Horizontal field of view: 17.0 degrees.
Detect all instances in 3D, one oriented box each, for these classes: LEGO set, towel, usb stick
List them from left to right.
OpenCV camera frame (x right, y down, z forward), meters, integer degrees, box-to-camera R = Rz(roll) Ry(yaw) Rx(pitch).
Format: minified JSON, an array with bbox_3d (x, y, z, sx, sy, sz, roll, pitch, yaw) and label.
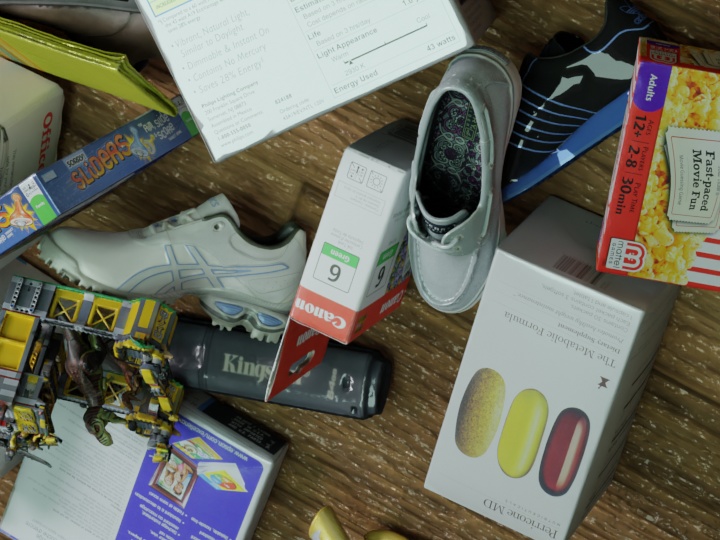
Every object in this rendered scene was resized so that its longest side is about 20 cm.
[{"bbox_3d":[-0.227,-0.160,1.747,0.200,0.086,0.018,21,82,32],"label":"towel"},{"bbox_3d":[-0.204,0.097,1.738,0.154,0.116,0.200,16,154,-2],"label":"LEGO set"},{"bbox_3d":[-0.073,0.072,1.808,0.200,0.033,0.055,9,85,22],"label":"usb stick"}]

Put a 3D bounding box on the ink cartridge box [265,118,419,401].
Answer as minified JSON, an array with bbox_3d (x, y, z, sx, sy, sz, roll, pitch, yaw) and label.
[{"bbox_3d":[0.000,0.000,1.687,0.050,0.109,0.200,24,111,15],"label":"ink cartridge box"}]

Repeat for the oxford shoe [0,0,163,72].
[{"bbox_3d":[-0.191,-0.179,1.745,0.200,0.073,0.084,10,122,25],"label":"oxford shoe"}]

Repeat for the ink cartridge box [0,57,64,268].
[{"bbox_3d":[-0.314,-0.055,1.774,0.084,0.200,0.145,26,128,17],"label":"ink cartridge box"}]

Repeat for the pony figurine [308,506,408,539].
[{"bbox_3d":[0.026,0.298,1.806,0.200,0.167,0.193,35,115,27],"label":"pony figurine"}]

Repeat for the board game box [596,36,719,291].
[{"bbox_3d":[0.264,-0.058,1.549,0.200,0.046,0.152,9,116,2],"label":"board game box"}]

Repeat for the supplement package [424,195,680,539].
[{"bbox_3d":[0.136,0.071,1.663,0.114,0.110,0.200,23,119,16],"label":"supplement package"}]

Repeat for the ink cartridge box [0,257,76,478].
[{"bbox_3d":[-0.328,0.089,1.893,0.129,0.125,0.200,32,122,11],"label":"ink cartridge box"}]

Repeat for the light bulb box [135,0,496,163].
[{"bbox_3d":[-0.043,-0.208,1.598,0.198,0.125,0.200,-23,99,15],"label":"light bulb box"}]

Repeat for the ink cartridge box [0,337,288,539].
[{"bbox_3d":[-0.174,0.171,1.899,0.198,0.043,0.200,30,119,13],"label":"ink cartridge box"}]

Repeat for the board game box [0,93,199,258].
[{"bbox_3d":[-0.215,-0.056,1.731,0.135,0.200,0.034,-30,94,32],"label":"board game box"}]

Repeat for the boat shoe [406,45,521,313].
[{"bbox_3d":[0.058,-0.050,1.589,0.070,0.072,0.201,21,125,20],"label":"boat shoe"}]

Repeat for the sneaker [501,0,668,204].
[{"bbox_3d":[0.126,-0.108,1.623,0.200,0.070,0.078,-34,87,28],"label":"sneaker"}]

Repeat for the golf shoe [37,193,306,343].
[{"bbox_3d":[-0.133,-0.018,1.751,0.200,0.078,0.097,13,107,-23],"label":"golf shoe"}]
